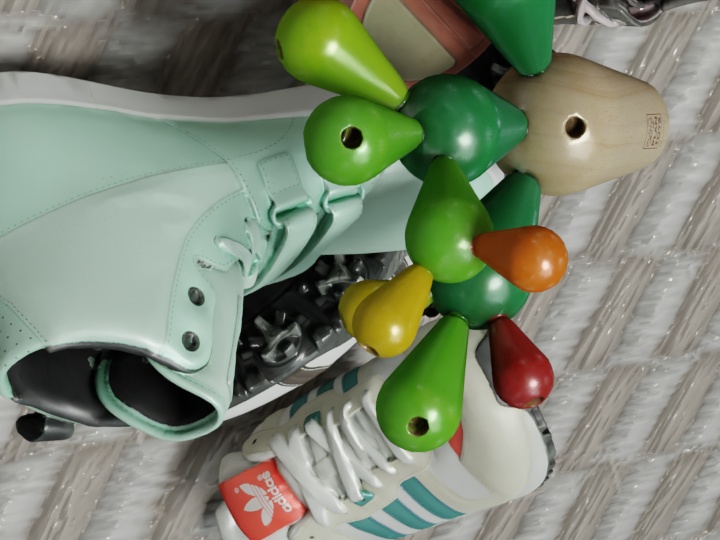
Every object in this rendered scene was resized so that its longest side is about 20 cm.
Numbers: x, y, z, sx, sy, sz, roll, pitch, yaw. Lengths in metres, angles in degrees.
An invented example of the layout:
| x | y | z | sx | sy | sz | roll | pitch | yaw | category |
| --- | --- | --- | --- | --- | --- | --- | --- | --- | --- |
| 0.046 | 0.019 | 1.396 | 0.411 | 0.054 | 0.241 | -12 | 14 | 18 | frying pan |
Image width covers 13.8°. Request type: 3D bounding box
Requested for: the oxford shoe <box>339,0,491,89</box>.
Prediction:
| x | y | z | sx | sy | sz | roll | pitch | yaw | category |
| --- | --- | --- | --- | --- | --- | --- | --- | --- | --- |
| 0.052 | -0.155 | 0.957 | 0.071 | 0.074 | 0.200 | 33 | 106 | -35 | oxford shoe |

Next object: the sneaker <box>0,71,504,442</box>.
| x | y | z | sx | sy | sz | roll | pitch | yaw | category |
| --- | --- | --- | --- | --- | --- | --- | --- | --- | --- |
| -0.037 | 0.005 | 0.939 | 0.199 | 0.119 | 0.074 | 1 | 146 | -26 | sneaker |

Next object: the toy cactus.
| x | y | z | sx | sy | sz | roll | pitch | yaw | category |
| --- | --- | --- | --- | --- | --- | --- | --- | --- | --- |
| 0.047 | -0.049 | 0.912 | 0.165 | 0.102 | 0.201 | -5 | 89 | -53 | toy cactus |

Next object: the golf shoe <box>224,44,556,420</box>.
| x | y | z | sx | sy | sz | roll | pitch | yaw | category |
| --- | --- | --- | --- | --- | --- | --- | --- | --- | --- |
| 0.000 | 0.000 | 1.064 | 0.200 | 0.078 | 0.095 | -39 | 148 | -9 | golf shoe |

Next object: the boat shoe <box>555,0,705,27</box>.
| x | y | z | sx | sy | sz | roll | pitch | yaw | category |
| --- | --- | --- | --- | --- | --- | --- | --- | --- | --- |
| 0.113 | -0.115 | 1.001 | 0.199 | 0.057 | 0.067 | -19 | 148 | 17 | boat shoe |

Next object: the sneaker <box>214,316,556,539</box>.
| x | y | z | sx | sy | sz | roll | pitch | yaw | category |
| --- | --- | --- | --- | --- | --- | --- | --- | --- | --- |
| 0.001 | 0.073 | 1.099 | 0.093 | 0.071 | 0.200 | -24 | 175 | -21 | sneaker |
